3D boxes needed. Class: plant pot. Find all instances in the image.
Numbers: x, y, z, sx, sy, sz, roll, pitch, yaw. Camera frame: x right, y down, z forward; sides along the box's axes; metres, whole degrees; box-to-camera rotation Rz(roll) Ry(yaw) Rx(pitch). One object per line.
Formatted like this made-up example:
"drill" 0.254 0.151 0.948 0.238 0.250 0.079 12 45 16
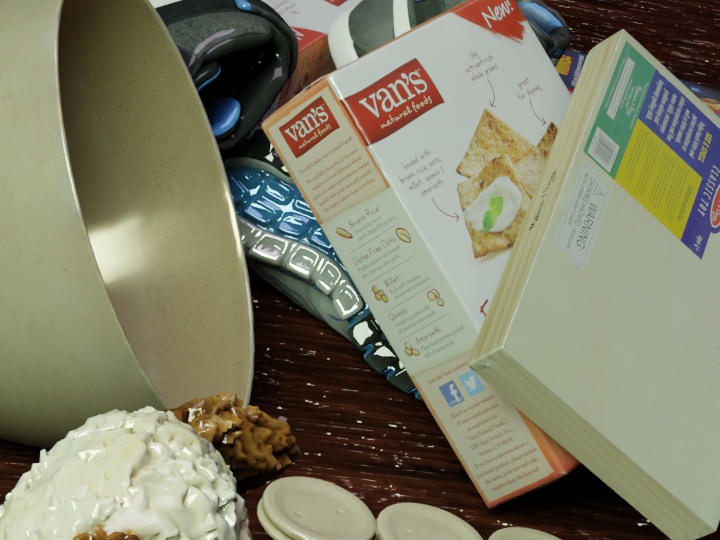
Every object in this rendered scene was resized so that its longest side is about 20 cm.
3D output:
"plant pot" -0.141 -0.011 0.971 0.133 0.202 0.201 -16 20 13

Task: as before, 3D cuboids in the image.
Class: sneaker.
"sneaker" -0.123 -0.078 1.102 0.199 0.073 0.112 -32 34 -14
"sneaker" 0.000 0.000 1.162 0.199 0.075 0.087 37 -5 11
"sneaker" 0.074 -0.066 1.193 0.201 0.112 0.073 58 32 0

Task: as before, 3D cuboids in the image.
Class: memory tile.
"memory tile" 0.054 0.145 0.952 0.198 0.017 0.154 14 25 -12

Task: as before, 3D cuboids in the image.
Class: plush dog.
"plush dog" -0.081 0.120 0.714 0.159 0.173 0.200 18 25 -1

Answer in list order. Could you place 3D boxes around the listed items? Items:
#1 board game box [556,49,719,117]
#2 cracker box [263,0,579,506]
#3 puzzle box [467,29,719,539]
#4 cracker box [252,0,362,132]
"board game box" 0.149 -0.075 1.430 0.198 0.062 0.200 19 24 3
"cracker box" 0.062 -0.014 1.073 0.134 0.058 0.201 -32 90 -44
"puzzle box" 0.129 0.004 1.053 0.133 0.025 0.201 40 49 -18
"cracker box" -0.101 -0.145 1.272 0.199 0.058 0.134 24 27 13
